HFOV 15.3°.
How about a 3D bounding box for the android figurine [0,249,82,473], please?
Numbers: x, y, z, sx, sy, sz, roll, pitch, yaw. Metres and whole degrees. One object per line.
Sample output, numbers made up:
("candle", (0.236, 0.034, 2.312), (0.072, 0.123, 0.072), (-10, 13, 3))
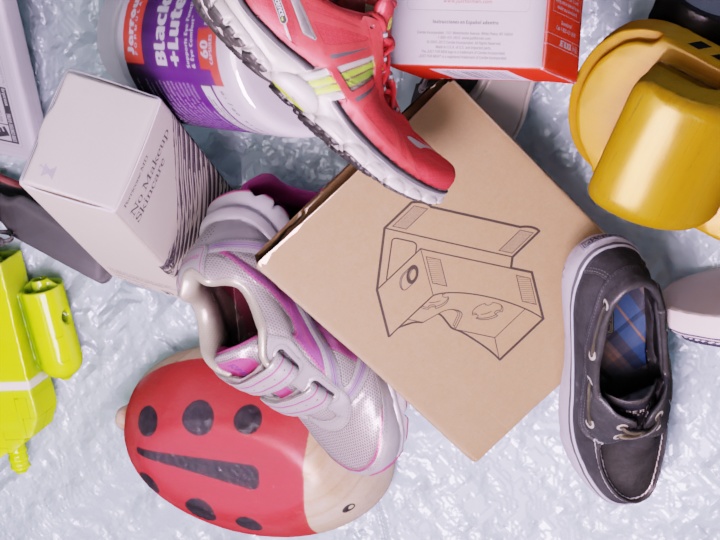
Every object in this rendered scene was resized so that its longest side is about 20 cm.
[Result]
("android figurine", (-0.280, 0.052, 1.880), (0.182, 0.041, 0.200), (-6, 108, 25))

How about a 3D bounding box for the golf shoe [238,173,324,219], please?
("golf shoe", (0.000, 0.000, 1.704), (0.200, 0.075, 0.092), (17, 137, 15))

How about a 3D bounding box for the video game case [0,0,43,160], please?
("video game case", (-0.304, -0.167, 1.769), (0.182, 0.023, 0.200), (12, 138, 19))

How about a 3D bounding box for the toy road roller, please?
("toy road roller", (0.214, -0.069, 1.549), (0.200, 0.146, 0.123), (29, 120, 11))

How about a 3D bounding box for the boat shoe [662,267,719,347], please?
("boat shoe", (0.279, 0.052, 1.615), (0.200, 0.075, 0.093), (3, 119, 30))

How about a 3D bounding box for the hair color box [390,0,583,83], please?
("hair color box", (0.079, -0.212, 1.554), (0.101, 0.061, 0.200), (4, 88, 25))

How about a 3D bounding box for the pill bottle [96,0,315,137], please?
("pill bottle", (-0.080, -0.141, 1.631), (0.200, 0.111, 0.112), (10, 120, 58))

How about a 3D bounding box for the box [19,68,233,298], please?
("box", (-0.141, -0.050, 1.683), (0.068, 0.200, 0.082), (18, 79, 16))

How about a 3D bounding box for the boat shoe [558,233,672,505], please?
("boat shoe", (0.160, 0.072, 1.653), (0.069, 0.057, 0.200), (-19, 125, -13))

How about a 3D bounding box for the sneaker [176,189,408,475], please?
("sneaker", (-0.051, 0.053, 1.672), (0.081, 0.088, 0.200), (-30, 100, 44))

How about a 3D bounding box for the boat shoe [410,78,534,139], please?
("boat shoe", (0.072, -0.125, 1.645), (0.200, 0.067, 0.057), (-60, 45, 29))

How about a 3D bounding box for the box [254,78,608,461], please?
("box", (0.060, 0.002, 1.644), (0.163, 0.021, 0.200), (-44, 113, 7))

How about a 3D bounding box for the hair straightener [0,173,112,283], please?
("hair straightener", (-0.249, -0.044, 1.802), (0.200, 0.077, 0.041), (27, 129, 9))

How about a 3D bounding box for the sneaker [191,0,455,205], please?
("sneaker", (-0.003, -0.115, 1.509), (0.085, 0.077, 0.200), (-46, 118, -1))

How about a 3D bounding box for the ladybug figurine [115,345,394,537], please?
("ladybug figurine", (-0.078, 0.120, 1.800), (0.200, 0.072, 0.136), (6, 114, 22))
